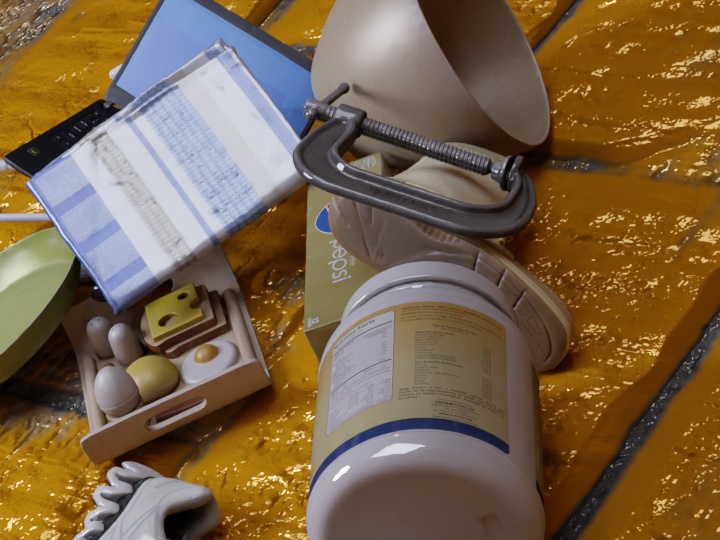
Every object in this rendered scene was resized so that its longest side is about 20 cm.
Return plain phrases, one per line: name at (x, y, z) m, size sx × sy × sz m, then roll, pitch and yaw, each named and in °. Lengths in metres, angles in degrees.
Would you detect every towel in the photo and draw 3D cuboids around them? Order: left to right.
towel at (-0.144, -0.074, 1.597) m, size 0.199 × 0.024 × 0.147 m, roll -36°, pitch 68°, yaw -7°

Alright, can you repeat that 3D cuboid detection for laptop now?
laptop at (-0.151, -0.120, 1.654) m, size 0.177 × 0.104 × 0.200 m, roll 32°, pitch 41°, yaw 18°

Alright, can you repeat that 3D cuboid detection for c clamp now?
c clamp at (0.039, -0.081, 1.452) m, size 0.199 × 0.027 × 0.171 m, roll 22°, pitch 29°, yaw 17°

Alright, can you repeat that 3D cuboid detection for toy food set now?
toy food set at (-0.154, 0.055, 1.557) m, size 0.143 × 0.061 × 0.200 m, roll -25°, pitch 31°, yaw 1°

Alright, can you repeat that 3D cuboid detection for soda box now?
soda box at (0.000, 0.000, 1.525) m, size 0.064 × 0.068 × 0.201 m, roll -18°, pitch 34°, yaw 13°

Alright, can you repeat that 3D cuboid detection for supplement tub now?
supplement tub at (0.042, 0.102, 1.287) m, size 0.143 × 0.145 × 0.201 m, roll -16°, pitch 34°, yaw 14°

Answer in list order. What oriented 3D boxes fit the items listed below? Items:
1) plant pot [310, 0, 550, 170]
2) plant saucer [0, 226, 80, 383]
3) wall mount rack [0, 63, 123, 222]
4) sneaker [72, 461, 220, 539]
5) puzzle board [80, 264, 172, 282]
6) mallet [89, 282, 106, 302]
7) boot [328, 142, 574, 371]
plant pot at (0.040, -0.157, 1.622) m, size 0.134 × 0.200 × 0.201 m, roll -29°, pitch 29°, yaw 25°
plant saucer at (-0.296, 0.045, 1.663) m, size 0.199 × 0.031 × 0.201 m, roll -32°, pitch 26°, yaw 18°
wall mount rack at (-0.254, -0.096, 1.811) m, size 0.173 × 0.075 × 0.200 m, roll -38°, pitch 19°, yaw 17°
sneaker at (-0.160, 0.207, 1.352) m, size 0.080 × 0.076 × 0.201 m, roll 5°, pitch 44°, yaw 25°
puzzle board at (-0.170, -0.061, 1.772) m, size 0.150 × 0.017 × 0.200 m, roll -1°, pitch 40°, yaw 33°
mallet at (-0.163, -0.041, 1.676) m, size 0.065 × 0.041 × 0.201 m, roll -9°, pitch 33°, yaw 19°
boot at (0.094, -0.016, 1.472) m, size 0.199 × 0.073 × 0.155 m, roll 33°, pitch 32°, yaw 21°
